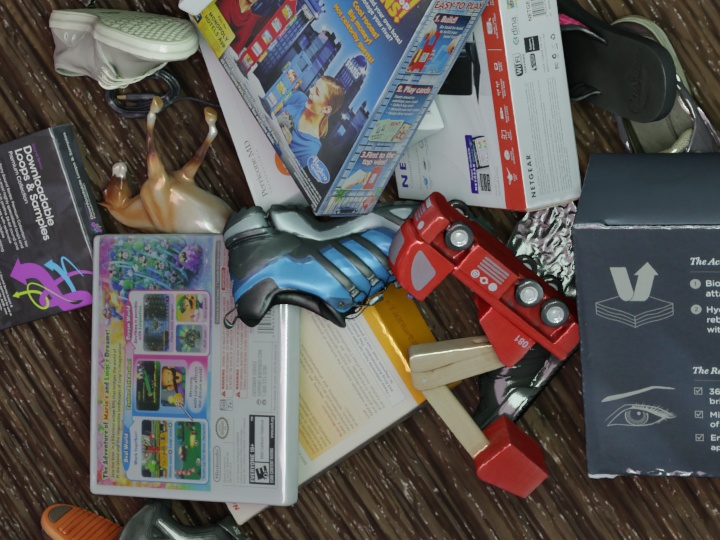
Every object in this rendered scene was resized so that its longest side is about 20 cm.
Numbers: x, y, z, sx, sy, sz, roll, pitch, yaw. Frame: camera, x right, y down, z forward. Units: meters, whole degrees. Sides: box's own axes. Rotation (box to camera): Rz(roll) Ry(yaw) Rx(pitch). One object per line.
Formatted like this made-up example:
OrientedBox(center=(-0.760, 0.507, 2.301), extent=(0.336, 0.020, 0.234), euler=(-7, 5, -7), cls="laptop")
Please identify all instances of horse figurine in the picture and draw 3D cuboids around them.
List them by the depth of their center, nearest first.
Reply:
OrientedBox(center=(-0.107, -0.050, 1.801), extent=(0.199, 0.050, 0.133), euler=(28, 124, 7), cls="horse figurine")

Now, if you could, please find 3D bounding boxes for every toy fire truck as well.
OrientedBox(center=(0.082, 0.053, 1.664), extent=(0.200, 0.049, 0.141), euler=(37, 107, -16), cls="toy fire truck")

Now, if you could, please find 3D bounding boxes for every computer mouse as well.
OrientedBox(center=(-0.107, -0.131, 1.801), extent=(0.199, 0.034, 0.059), euler=(10, 125, 25), cls="computer mouse")

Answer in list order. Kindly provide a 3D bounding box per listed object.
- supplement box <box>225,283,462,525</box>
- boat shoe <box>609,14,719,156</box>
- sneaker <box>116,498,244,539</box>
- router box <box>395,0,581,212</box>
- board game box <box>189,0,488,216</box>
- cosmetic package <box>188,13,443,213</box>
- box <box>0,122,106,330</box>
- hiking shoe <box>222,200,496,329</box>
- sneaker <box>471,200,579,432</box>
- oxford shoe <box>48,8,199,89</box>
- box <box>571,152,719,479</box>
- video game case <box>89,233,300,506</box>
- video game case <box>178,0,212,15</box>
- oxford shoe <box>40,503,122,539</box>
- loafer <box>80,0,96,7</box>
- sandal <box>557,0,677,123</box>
OrientedBox(center=(-0.040, 0.087, 1.795), extent=(0.199, 0.073, 0.127), euler=(-34, 84, 25), cls="supplement box")
OrientedBox(center=(0.221, -0.085, 1.656), extent=(0.072, 0.065, 0.201), euler=(-26, 92, 25), cls="boat shoe")
OrientedBox(center=(-0.105, 0.243, 1.861), extent=(0.199, 0.066, 0.091), euler=(31, 70, -8), cls="sneaker")
OrientedBox(center=(0.076, -0.147, 1.655), extent=(0.179, 0.049, 0.202), euler=(8, 109, 61), cls="router box")
OrientedBox(center=(-0.004, -0.177, 1.595), extent=(0.200, 0.061, 0.201), euler=(-46, 64, 31), cls="board game box")
OrientedBox(center=(-0.040, -0.161, 1.697), extent=(0.150, 0.051, 0.201), euler=(-30, 75, 37), cls="cosmetic package")
OrientedBox(center=(-0.295, -0.024, 1.888), extent=(0.199, 0.036, 0.144), euler=(-15, 96, 30), cls="box")
OrientedBox(center=(0.000, 0.000, 1.696), extent=(0.198, 0.074, 0.087), euler=(-2, 77, -1), cls="hiking shoe")
OrientedBox(center=(0.115, 0.032, 1.733), extent=(0.104, 0.060, 0.200), euler=(41, 108, 7), cls="sneaker")
OrientedBox(center=(-0.176, -0.163, 1.755), extent=(0.200, 0.075, 0.058), euler=(15, 106, 58), cls="oxford shoe")
OrientedBox(center=(0.251, 0.031, 1.607), extent=(0.195, 0.118, 0.201), euler=(0, 118, 12), cls="box")
OrientedBox(center=(-0.126, 0.073, 1.778), extent=(0.181, 0.024, 0.202), euler=(0, 89, 31), cls="video game case")
OrientedBox(center=(-0.070, -0.289, 1.622), extent=(0.017, 0.201, 0.143), euler=(25, 142, -25), cls="video game case")
OrientedBox(center=(-0.191, 0.272, 1.905), extent=(0.200, 0.071, 0.073), euler=(42, 119, 8), cls="oxford shoe")
OrientedBox(center=(-0.146, -0.252, 1.769), extent=(0.199, 0.073, 0.072), euler=(-16, 101, 33), cls="loafer")
OrientedBox(center=(0.143, -0.147, 1.631), extent=(0.200, 0.045, 0.076), euler=(26, 123, 56), cls="sandal")
